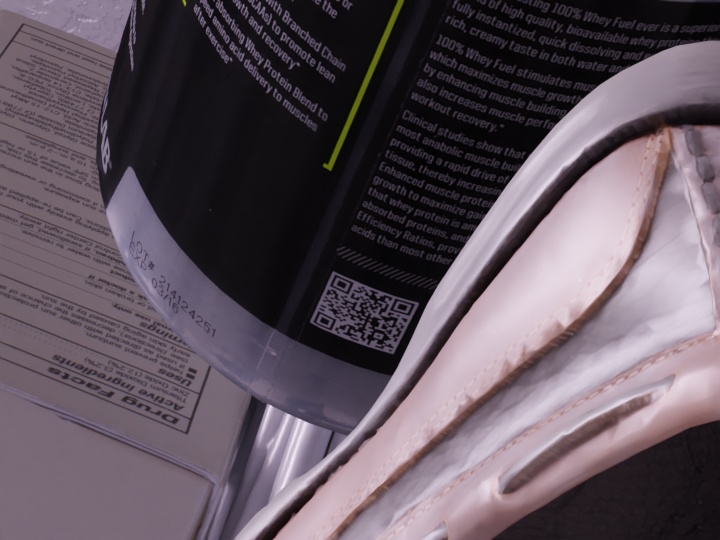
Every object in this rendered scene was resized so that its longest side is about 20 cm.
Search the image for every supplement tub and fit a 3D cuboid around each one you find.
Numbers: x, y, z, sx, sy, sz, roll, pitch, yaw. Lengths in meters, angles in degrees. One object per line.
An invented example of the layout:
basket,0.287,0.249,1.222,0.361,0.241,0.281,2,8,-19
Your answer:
supplement tub,0.029,-0.067,0.475,0.200,0.122,0.123,116,175,-52

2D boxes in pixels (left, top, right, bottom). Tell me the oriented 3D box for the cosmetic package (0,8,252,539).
cosmetic package,-0.075,0.014,0.653,0.200,0.103,0.073,-73,5,-65

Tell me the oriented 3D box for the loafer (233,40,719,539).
loafer,0.015,0.060,0.372,0.063,0.072,0.200,-83,16,-52

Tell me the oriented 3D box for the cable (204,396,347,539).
cable,0.000,0.058,0.643,0.200,0.069,0.201,-77,9,-67
